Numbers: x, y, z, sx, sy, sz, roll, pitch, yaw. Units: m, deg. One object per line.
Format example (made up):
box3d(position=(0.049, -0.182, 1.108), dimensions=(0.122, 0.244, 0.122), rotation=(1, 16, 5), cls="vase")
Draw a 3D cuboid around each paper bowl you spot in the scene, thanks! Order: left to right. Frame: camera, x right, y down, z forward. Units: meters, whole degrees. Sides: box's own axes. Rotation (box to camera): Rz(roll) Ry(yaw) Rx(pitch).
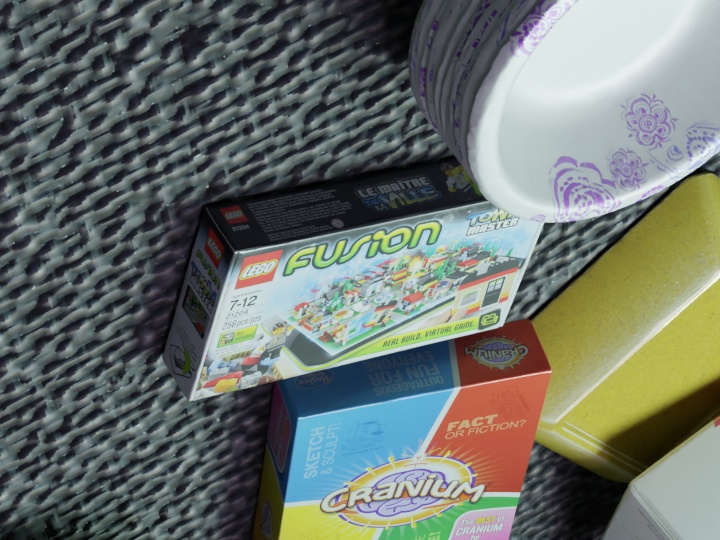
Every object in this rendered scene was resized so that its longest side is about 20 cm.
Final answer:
box3d(position=(0.114, -0.127, 1.266), dimensions=(0.200, 0.104, 0.201), rotation=(-24, 145, -18), cls="paper bowl")

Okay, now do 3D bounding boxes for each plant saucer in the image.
box3d(position=(0.184, 0.051, 1.602), dimensions=(0.200, 0.049, 0.200), rotation=(-43, 147, 12), cls="plant saucer")

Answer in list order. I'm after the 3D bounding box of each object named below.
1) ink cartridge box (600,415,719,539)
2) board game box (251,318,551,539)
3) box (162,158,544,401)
box3d(position=(0.230, 0.155, 1.679), dimensions=(0.146, 0.083, 0.200), rotation=(-35, 164, -17), cls="ink cartridge box")
box3d(position=(0.018, 0.119, 1.525), dimensions=(0.152, 0.040, 0.200), rotation=(-10, 140, -17), cls="board game box")
box3d(position=(0.000, 0.000, 1.388), dimensions=(0.199, 0.035, 0.110), rotation=(-13, 141, -30), cls="box")
